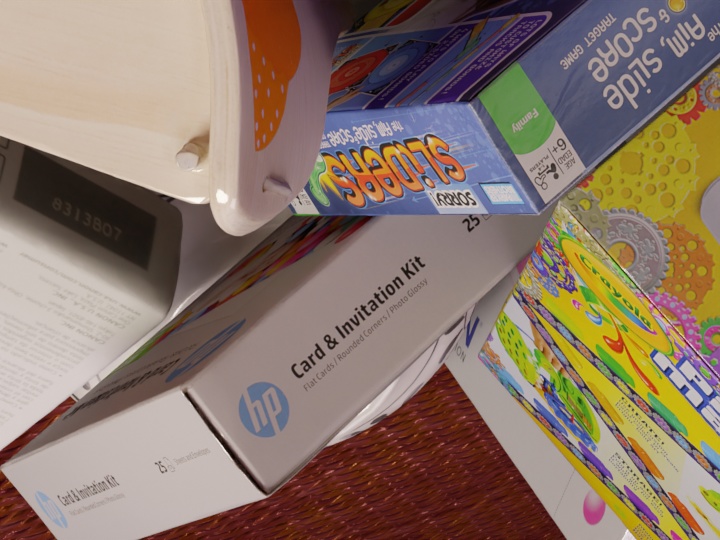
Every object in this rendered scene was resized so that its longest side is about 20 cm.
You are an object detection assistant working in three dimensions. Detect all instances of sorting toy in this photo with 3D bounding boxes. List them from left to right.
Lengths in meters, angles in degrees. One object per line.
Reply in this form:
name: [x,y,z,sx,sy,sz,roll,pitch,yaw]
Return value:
sorting toy: [-0.080,-0.092,0.706,0.180,0.199,0.107,-10,118,-74]

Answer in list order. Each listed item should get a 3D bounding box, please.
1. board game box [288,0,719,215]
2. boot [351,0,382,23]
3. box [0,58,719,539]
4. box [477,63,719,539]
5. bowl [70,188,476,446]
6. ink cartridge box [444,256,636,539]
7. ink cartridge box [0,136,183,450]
board game box: [0.074,-0.087,0.735,0.200,0.035,0.135,-40,-163,-20]
boot: [0.032,-0.130,0.874,0.200,0.075,0.074,-32,152,-27]
box: [0.000,0.000,0.806,0.200,0.041,0.156,-43,-172,-26]
box: [0.154,-0.013,0.766,0.200,0.122,0.193,-40,173,-12]
bowl: [-0.034,0.002,0.949,0.200,0.094,0.201,-7,130,-8]
ink cartridge box: [0.098,-0.022,0.981,0.043,0.196,0.201,11,115,-29]
ink cartridge box: [-0.178,0.008,0.886,0.162,0.057,0.200,28,140,-26]
